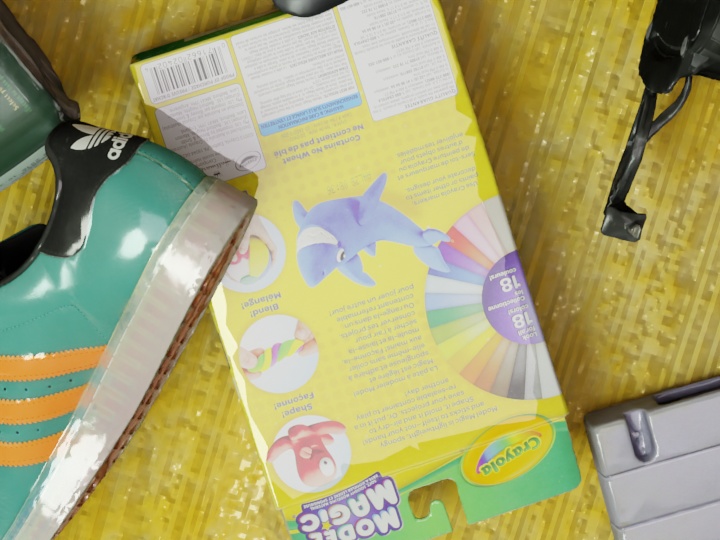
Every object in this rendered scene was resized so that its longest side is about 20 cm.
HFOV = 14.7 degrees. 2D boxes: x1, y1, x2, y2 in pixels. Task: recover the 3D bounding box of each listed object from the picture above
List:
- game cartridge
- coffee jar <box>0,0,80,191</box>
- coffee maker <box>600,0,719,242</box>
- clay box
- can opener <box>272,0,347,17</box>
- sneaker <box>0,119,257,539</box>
[{"bbox_3d":[0.196,0.090,1.059,0.200,0.038,0.130,-15,104,-1],"label":"game cartridge"},{"bbox_3d":[-0.205,-0.030,0.986,0.200,0.085,0.104,-38,101,2],"label":"coffee jar"},{"bbox_3d":[0.212,-0.085,0.996,0.200,0.135,0.192,19,121,-5],"label":"coffee maker"},{"bbox_3d":[0.000,0.000,1.023,0.115,0.048,0.200,-17,100,-1],"label":"clay box"},{"bbox_3d":[0.049,-0.154,0.989,0.200,0.063,0.079,-40,56,-9],"label":"can opener"},{"bbox_3d":[-0.112,0.031,0.996,0.080,0.071,0.200,33,118,2],"label":"sneaker"}]
